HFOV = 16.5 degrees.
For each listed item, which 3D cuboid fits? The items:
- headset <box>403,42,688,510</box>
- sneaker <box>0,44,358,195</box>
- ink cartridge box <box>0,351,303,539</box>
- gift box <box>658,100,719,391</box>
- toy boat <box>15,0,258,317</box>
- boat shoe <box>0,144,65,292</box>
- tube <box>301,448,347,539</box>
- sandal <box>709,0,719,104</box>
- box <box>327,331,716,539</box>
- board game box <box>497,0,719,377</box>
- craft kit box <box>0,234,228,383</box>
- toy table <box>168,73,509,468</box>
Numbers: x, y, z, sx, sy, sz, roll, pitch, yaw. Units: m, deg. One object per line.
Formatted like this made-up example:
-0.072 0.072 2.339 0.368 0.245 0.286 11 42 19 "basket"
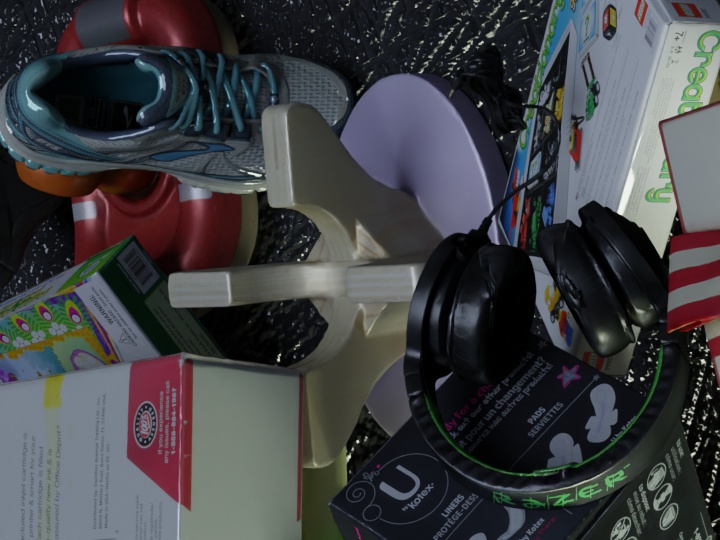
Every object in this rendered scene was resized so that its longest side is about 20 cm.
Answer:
0.074 0.003 1.087 0.123 0.094 0.201 -13 59 12 "headset"
-0.096 -0.085 1.337 0.086 0.199 0.078 135 130 -75 "sneaker"
-0.123 0.126 1.289 0.199 0.083 0.146 -10 77 47 "ink cartridge box"
0.249 0.003 1.022 0.184 0.186 0.201 -25 77 42 "gift box"
-0.141 -0.063 1.420 0.130 0.130 0.201 -10 87 43 "toy boat"
-0.239 -0.017 1.484 0.074 0.202 0.065 39 132 -6 "boat shoe"
-0.030 0.152 1.293 0.201 0.052 0.058 -92 2 -47 "tube"
0.163 -0.063 1.176 0.078 0.069 0.213 -39 68 38 "sandal"
0.089 0.144 1.164 0.114 0.132 0.201 29 155 37 "box"
0.116 -0.066 1.178 0.127 0.034 0.201 -110 26 -49 "board game box"
-0.143 0.095 1.434 0.197 0.049 0.200 -23 109 45 "craft kit box"
0.000 0.000 1.304 0.183 0.117 0.201 -17 83 43 "toy table"
